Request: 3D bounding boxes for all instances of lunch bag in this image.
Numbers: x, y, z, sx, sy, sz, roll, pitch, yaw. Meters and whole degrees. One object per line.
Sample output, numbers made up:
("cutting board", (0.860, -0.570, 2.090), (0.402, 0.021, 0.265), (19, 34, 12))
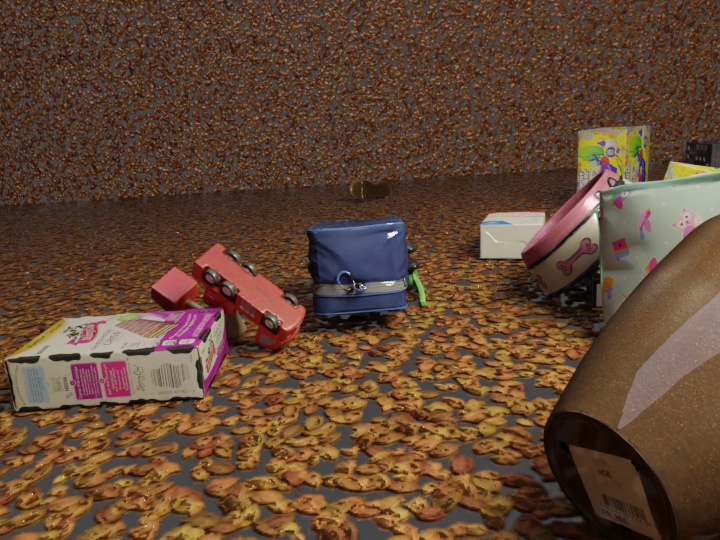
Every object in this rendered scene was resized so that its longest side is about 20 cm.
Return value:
("lunch bag", (0.349, -0.014, 0.637), (0.199, 0.172, 0.121), (-3, 1, 43))
("lunch bag", (0.000, 0.000, 0.838), (0.134, 0.134, 0.200), (-4, 8, 4))

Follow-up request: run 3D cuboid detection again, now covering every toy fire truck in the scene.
("toy fire truck", (-0.171, 0.043, 0.776), (0.199, 0.141, 0.049), (36, 48, 6))

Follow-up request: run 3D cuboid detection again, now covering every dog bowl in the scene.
("dog bowl", (0.309, -0.057, 0.854), (0.074, 0.200, 0.200), (43, 24, 5))

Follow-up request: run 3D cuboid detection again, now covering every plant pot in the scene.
("plant pot", (0.221, 0.083, 0.388), (0.199, 0.189, 0.186), (-27, 22, -24))

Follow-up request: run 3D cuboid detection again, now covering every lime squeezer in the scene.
("lime squeezer", (0.064, 0.013, 0.970), (0.070, 0.038, 0.199), (-12, 16, -30))

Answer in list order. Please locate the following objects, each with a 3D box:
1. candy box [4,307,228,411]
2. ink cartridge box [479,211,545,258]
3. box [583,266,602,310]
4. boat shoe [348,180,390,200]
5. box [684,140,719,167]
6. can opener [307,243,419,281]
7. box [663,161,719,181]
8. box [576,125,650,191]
("candy box", (-0.259, 0.093, 0.678), (0.198, 0.062, 0.136), (-5, 14, -1))
("ink cartridge box", (0.305, -0.075, 1.202), (0.115, 0.068, 0.200), (1, 14, 18))
("box", (0.406, 0.006, 0.875), (0.158, 0.050, 0.200), (-2, 14, 15))
("boat shoe", (0.021, -0.282, 2.164), (0.064, 0.072, 0.199), (0, 4, 43))
("box", (1.351, -0.439, 2.329), (0.121, 0.107, 0.200), (-3, 14, 2))
("can opener", (0.002, -0.013, 0.978), (0.198, 0.064, 0.079), (-12, 18, 32))
("box", (0.510, -0.048, 0.770), (0.191, 0.123, 0.200), (-2, 24, -35))
("box", (0.652, -0.264, 1.571), (0.121, 0.202, 0.192), (9, 19, 41))
